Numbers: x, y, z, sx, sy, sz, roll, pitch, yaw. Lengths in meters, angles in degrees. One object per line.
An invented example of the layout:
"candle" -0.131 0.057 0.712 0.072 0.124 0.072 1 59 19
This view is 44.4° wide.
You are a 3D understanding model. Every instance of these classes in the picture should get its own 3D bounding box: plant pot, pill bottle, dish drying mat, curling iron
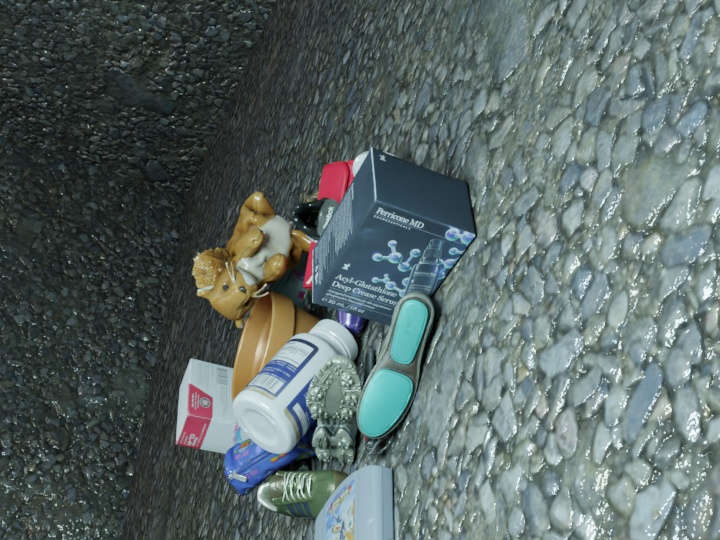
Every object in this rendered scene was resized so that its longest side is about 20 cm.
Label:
"plant pot" -0.120 0.147 1.483 0.200 0.138 0.204 -163 90 -72
"pill bottle" -0.090 0.166 1.316 0.200 0.111 0.111 -46 0 -38
"dish drying mat" -0.048 -0.072 1.374 0.076 0.018 0.204 -5 73 46
"curling iron" 0.020 0.181 1.238 0.049 0.025 0.201 -40 27 22

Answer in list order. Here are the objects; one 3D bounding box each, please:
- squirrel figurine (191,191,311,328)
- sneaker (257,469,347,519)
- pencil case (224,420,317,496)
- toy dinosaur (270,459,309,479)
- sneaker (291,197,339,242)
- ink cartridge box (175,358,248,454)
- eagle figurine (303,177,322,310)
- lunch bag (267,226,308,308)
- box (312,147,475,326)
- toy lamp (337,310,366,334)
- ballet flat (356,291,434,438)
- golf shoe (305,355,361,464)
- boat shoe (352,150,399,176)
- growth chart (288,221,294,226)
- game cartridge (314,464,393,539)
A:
"squirrel figurine" -0.189 0.002 1.432 0.199 0.141 0.189 -18 40 53
"sneaker" -0.096 0.336 1.326 0.200 0.088 0.068 141 143 -58
"pencil case" -0.137 0.287 1.401 0.199 0.079 0.087 -33 -3 29
"toy dinosaur" -0.112 0.322 1.462 0.202 0.047 0.089 -60 16 27
"sneaker" -0.020 -0.066 1.283 0.197 0.090 0.068 9 82 31
"ink cartridge box" -0.230 0.257 1.607 0.149 0.197 0.087 -101 34 -55
"eagle figurine" -0.050 -0.045 1.519 0.151 0.148 0.204 6 -113 -70
"lunch bag" -0.112 -0.023 1.662 0.161 0.076 0.203 124 165 -51
"box" 0.039 -0.037 1.175 0.108 0.146 0.201 -94 27 -45
"toy lamp" 0.000 0.000 1.398 0.058 0.057 0.204 147 137 -62
"ballet flat" 0.052 0.124 1.159 0.064 0.066 0.203 -21 -48 -79
"golf shoe" -0.033 0.178 1.248 0.098 0.077 0.203 -76 -5 -49
"boat shoe" 0.038 -0.129 1.283 0.073 0.068 0.200 -54 44 12
"growth chart" -0.167 -0.003 1.590 0.202 0.018 0.145 -61 6 -5
"game cartridge" -0.014 0.347 1.172 0.201 0.041 0.135 125 150 -43
